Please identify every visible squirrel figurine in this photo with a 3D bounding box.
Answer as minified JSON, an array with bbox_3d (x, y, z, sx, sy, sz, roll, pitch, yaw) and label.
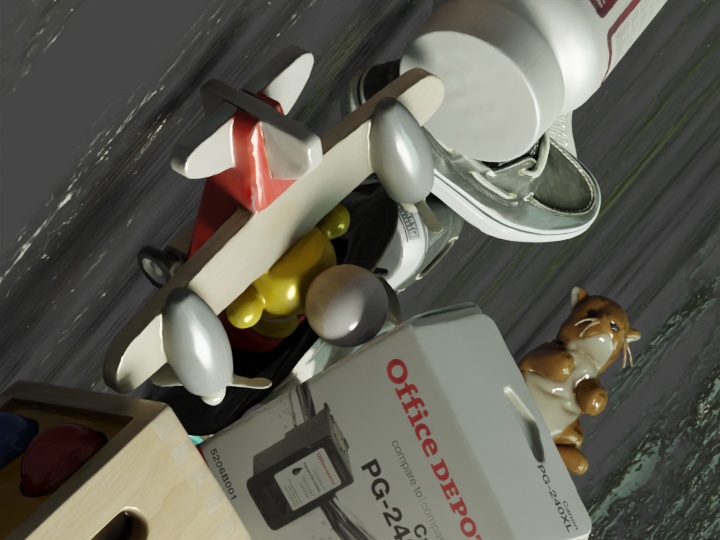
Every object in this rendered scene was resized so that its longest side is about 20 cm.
[{"bbox_3d":[0.219,0.112,2.899,0.187,0.141,0.200,-58,-176,-8],"label":"squirrel figurine"}]

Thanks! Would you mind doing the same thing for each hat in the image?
[{"bbox_3d":[-0.031,0.041,1.569,0.201,0.081,0.201,-35,-156,19],"label":"hat"}]

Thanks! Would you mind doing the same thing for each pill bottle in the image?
[{"bbox_3d":[0.109,-0.157,1.525,0.200,0.110,0.110,-50,172,-38],"label":"pill bottle"}]

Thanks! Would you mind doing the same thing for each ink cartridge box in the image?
[{"bbox_3d":[0.003,0.127,1.428,0.200,0.145,0.083,-32,168,29],"label":"ink cartridge box"}]

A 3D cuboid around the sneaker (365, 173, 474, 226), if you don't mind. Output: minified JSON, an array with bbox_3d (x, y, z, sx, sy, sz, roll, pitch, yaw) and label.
[{"bbox_3d":[0.041,-0.090,1.697,0.200,0.078,0.086,29,80,-77],"label":"sneaker"}]

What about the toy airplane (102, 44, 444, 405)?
[{"bbox_3d":[-0.039,-0.020,1.401,0.200,0.141,0.199,-52,168,17],"label":"toy airplane"}]

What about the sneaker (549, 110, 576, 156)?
[{"bbox_3d":[0.110,-0.136,1.806,0.074,0.082,0.200,-11,139,-10],"label":"sneaker"}]

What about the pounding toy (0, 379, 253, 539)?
[{"bbox_3d":[-0.186,0.146,1.349,0.200,0.142,0.184,-43,-154,-27],"label":"pounding toy"}]

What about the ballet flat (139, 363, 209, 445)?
[{"bbox_3d":[-0.106,0.096,1.736,0.072,0.072,0.200,-46,169,-13],"label":"ballet flat"}]

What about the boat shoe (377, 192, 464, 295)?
[{"bbox_3d":[0.000,0.000,1.675,0.057,0.069,0.200,-18,172,-33],"label":"boat shoe"}]

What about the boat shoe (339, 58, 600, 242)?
[{"bbox_3d":[0.080,-0.071,1.586,0.071,0.200,0.072,-17,-121,48],"label":"boat shoe"}]
